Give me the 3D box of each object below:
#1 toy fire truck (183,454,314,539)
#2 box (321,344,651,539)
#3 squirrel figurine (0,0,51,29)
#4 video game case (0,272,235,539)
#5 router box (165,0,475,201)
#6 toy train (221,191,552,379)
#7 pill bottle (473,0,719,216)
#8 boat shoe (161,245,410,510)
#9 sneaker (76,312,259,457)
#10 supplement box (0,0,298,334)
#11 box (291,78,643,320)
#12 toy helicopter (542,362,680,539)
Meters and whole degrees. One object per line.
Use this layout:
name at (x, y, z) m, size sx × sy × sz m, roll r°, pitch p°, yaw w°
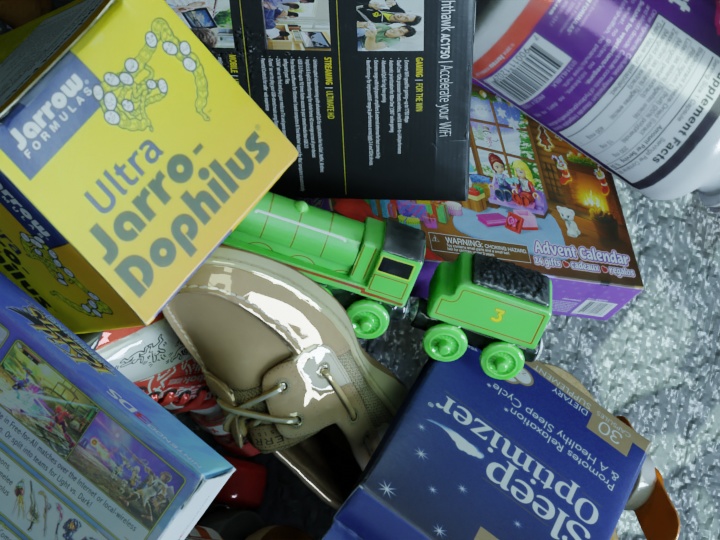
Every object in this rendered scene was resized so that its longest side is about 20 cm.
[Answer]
toy fire truck at (-0.069, 0.144, 1.191) m, size 0.200 × 0.167 × 0.113 m, roll 20°, pitch 81°, yaw -53°
box at (0.063, 0.109, 1.185) m, size 0.121 × 0.032 × 0.200 m, roll 36°, pitch 37°, yaw -2°
squirrel figurine at (-0.139, -0.222, 1.129) m, size 0.200 × 0.186 × 0.142 m, roll 45°, pitch 69°, yaw -26°
video game case at (-0.184, 0.098, 1.090) m, size 0.200 × 0.045 × 0.182 m, roll 38°, pitch 104°, yaw 13°
router box at (-0.021, -0.101, 1.148) m, size 0.148 × 0.200 × 0.051 m, roll 1°, pitch 62°, yaw 1°
toy train at (0.000, 0.000, 1.198) m, size 0.199 × 0.042 × 0.057 m, roll 18°, pitch 125°, yaw -9°
pill bottle at (0.150, -0.108, 1.321) m, size 0.199 × 0.111 × 0.112 m, roll 33°, pitch 74°, yaw -13°
boat shoe at (-0.034, 0.055, 1.184) m, size 0.200 × 0.071 × 0.065 m, roll 43°, pitch 50°, yaw -43°
sneaker at (-0.084, 0.052, 1.236) m, size 0.201 × 0.067 × 0.109 m, roll -31°, pitch 110°, yaw -43°
supplement box at (-0.135, -0.045, 1.125) m, size 0.110 × 0.200 × 0.109 m, roll 47°, pitch 68°, yaw -16°
box at (0.049, -0.050, 1.312) m, size 0.199 × 0.039 × 0.138 m, roll 7°, pitch 56°, yaw -33°
toy helicopter at (0.128, 0.143, 1.351) m, size 0.132 × 0.079 × 0.201 m, roll -7°, pitch 68°, yaw -42°
